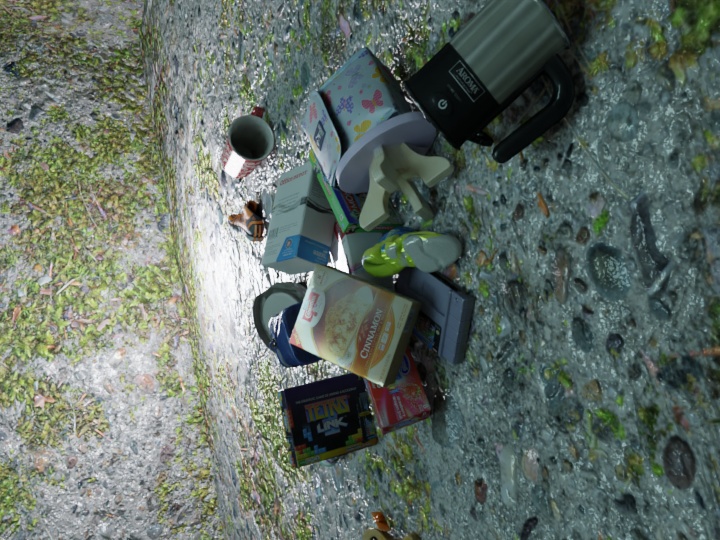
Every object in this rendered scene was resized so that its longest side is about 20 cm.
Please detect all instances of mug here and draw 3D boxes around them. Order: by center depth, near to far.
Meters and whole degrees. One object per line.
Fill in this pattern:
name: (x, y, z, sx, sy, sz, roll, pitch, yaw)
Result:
mug: (-0.328, -0.369, 1.776, 0.134, 0.178, 0.199, 46, 156, -9)

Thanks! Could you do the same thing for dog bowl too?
dog bowl: (-0.189, 0.122, 1.573, 0.196, 0.058, 0.205, 9, 108, 28)

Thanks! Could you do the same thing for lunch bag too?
lunch bag: (-0.013, -0.268, 1.097, 0.199, 0.126, 0.172, -35, 61, 24)
lunch bag: (-0.116, 0.143, 1.379, 0.132, 0.196, 0.139, -30, 76, 62)

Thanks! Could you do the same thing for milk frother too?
milk frother: (0.177, -0.262, 0.817, 0.187, 0.180, 0.201, -40, 22, 19)

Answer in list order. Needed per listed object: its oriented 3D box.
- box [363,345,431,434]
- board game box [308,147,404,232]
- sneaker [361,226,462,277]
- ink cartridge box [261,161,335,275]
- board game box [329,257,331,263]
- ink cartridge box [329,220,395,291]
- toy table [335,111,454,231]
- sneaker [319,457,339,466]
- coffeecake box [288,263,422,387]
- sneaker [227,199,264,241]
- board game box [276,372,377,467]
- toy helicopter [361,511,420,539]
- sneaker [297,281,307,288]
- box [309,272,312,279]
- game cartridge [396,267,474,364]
box: (0.054, 0.195, 1.146, 0.096, 0.098, 0.204, 86, 166, -67)
board game box: (-0.010, -0.158, 1.174, 0.029, 0.132, 0.203, -54, 50, 41)
sneaker: (0.096, -0.050, 1.068, 0.196, 0.106, 0.077, -8, 124, 33)
ink cartridge box: (-0.122, -0.104, 1.248, 0.144, 0.083, 0.205, -10, 66, 52)
board game box: (-0.100, -0.128, 1.457, 0.134, 0.034, 0.205, 17, 111, 60)
ink cartridge box: (0.000, 0.000, 1.217, 0.148, 0.084, 0.205, 129, 132, -66)
toy table: (0.058, -0.162, 1.021, 0.199, 0.182, 0.119, -40, 56, 30)
sneaker: (-0.086, 0.381, 1.518, 0.203, 0.077, 0.140, 61, 145, 18)
coffeecake box: (-0.010, 0.095, 1.080, 0.197, 0.073, 0.157, 21, 93, 21)
sneaker: (-0.357, -0.173, 1.903, 0.198, 0.076, 0.115, 28, 117, 45)
board game box: (-0.073, 0.329, 1.339, 0.057, 0.196, 0.169, -30, 71, 61)
toy helicopter: (0.065, 0.589, 1.297, 0.199, 0.078, 0.135, -35, 56, 47)
sneaker: (-0.200, 0.100, 1.641, 0.201, 0.086, 0.077, -54, 50, 52)
box: (-0.107, -0.097, 1.351, 0.121, 0.032, 0.204, 131, 142, -54)
game cartridge: (0.125, 0.066, 1.083, 0.200, 0.038, 0.133, 40, 126, 52)
